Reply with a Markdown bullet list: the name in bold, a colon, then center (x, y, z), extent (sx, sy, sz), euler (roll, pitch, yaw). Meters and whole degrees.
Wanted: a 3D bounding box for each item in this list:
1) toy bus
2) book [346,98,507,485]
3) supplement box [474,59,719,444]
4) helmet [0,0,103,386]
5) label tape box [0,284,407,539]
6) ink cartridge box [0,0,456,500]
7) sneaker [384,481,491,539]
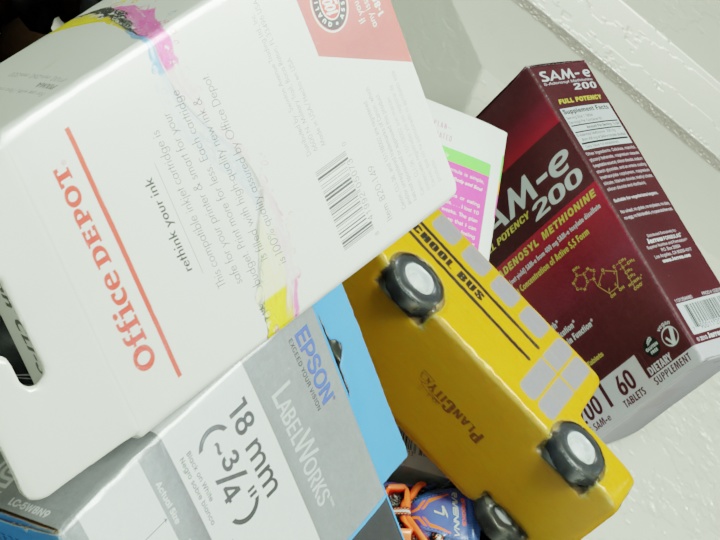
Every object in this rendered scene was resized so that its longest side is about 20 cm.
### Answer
- **toy bus**: center (0.045, 0.040, 0.847), extent (0.200, 0.065, 0.078), euler (46, 35, 1)
- **book**: center (0.000, 0.000, 0.912), extent (0.133, 0.048, 0.202), euler (17, 63, -12)
- **supplement box**: center (0.131, -0.011, 1.049), extent (0.061, 0.109, 0.201), euler (-11, 65, -45)
- **helmet**: center (-0.135, -0.042, 0.713), extent (0.199, 0.200, 0.191), euler (37, 59, -12)
- **label tape box**: center (-0.038, 0.082, 0.672), extent (0.200, 0.063, 0.145), euler (-44, 126, -35)
- **ink cartridge box**: center (-0.070, -0.028, 0.607), extent (0.200, 0.067, 0.117), euler (-37, 119, -29)
- **sneaker**: center (0.021, 0.126, 0.864), extent (0.199, 0.078, 0.076), euler (23, 45, -27)
